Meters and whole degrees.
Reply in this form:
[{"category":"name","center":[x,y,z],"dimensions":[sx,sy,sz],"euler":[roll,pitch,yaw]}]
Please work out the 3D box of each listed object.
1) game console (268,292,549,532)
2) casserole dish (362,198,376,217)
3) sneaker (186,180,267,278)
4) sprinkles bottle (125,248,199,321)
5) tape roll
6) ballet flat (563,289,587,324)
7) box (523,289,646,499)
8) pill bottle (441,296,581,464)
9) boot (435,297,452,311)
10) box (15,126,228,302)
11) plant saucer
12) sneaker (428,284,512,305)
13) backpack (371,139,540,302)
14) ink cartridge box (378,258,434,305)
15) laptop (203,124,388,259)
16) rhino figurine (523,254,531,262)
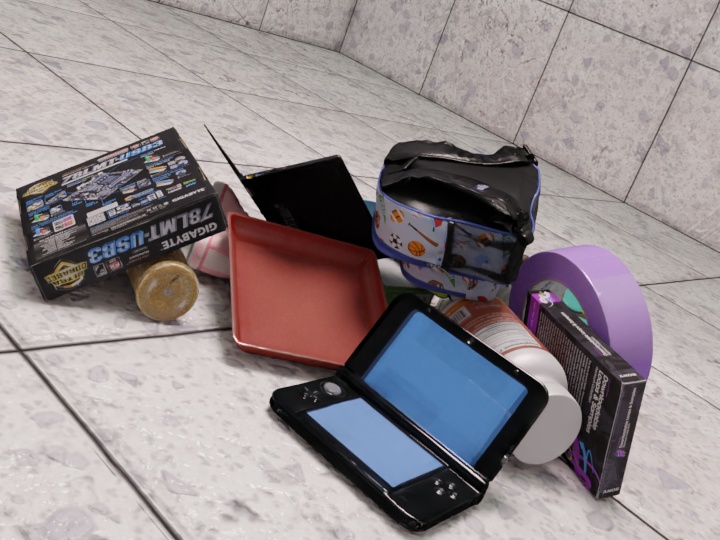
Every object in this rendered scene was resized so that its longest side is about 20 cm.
[{"category":"game console","center":[0.045,0.120,0.802],"dimensions":[0.199,0.118,0.174],"euler":[34,22,32]},{"category":"casserole dish","center":[-0.032,-0.087,1.175],"dimensions":[0.196,0.040,0.121],"euler":[13,4,18]},{"category":"sneaker","center":[-0.159,-0.044,1.083],"dimensions":[0.103,0.077,0.201],"euler":[20,22,-13]},{"category":"sprinkles bottle","center":[-0.234,-0.022,0.943],"dimensions":[0.067,0.069,0.200],"euler":[10,23,-32]},{"category":"tape roll","center":[0.259,0.074,1.025],"dimensions":[0.064,0.204,0.200],"euler":[-7,30,-23]},{"category":"ballet flat","center":[0.280,0.077,1.149],"dimensions":[0.066,0.068,0.202],"euler":[18,30,-27]},{"category":"box","center":[0.236,0.131,0.949],"dimensions":[0.035,0.146,0.201],"euler":[-4,28,-16]},{"category":"pill bottle","center":[0.160,0.118,0.947],"dimensions":[0.110,0.114,0.201],"euler":[13,21,-25]},{"category":"boot","center":[0.216,0.076,1.198],"dimensions":[0.197,0.074,0.144],"euler":[-8,35,-43]},{"category":"box","center":[-0.261,-0.068,0.912],"dimensions":[0.197,0.051,0.199],"euler":[-24,34,-14]},{"category":"plant saucer","center":[-0.061,0.035,0.962],"dimensions":[0.196,0.037,0.202],"euler":[14,39,-24]},{"category":"sneaker","center":[0.165,0.006,1.124],"dimensions":[0.196,0.082,0.074],"euler":[17,27,-22]},{"category":"backpack","center":[0.107,-0.068,1.000],"dimensions":[0.187,0.157,0.201],"euler":[19,33,4]},{"category":"ink cartridge box","center":[0.000,0.000,1.164],"dimensions":[0.102,0.060,0.199],"euler":[4,26,-44]},{"category":"laptop","center":[-0.079,-0.099,1.071],"dimensions":[0.195,0.188,0.118],"euler":[-10,52,18]},{"category":"rhino figurine","center":[0.176,-0.013,1.281],"dimensions":[0.086,0.061,0.198],"euler":[17,-11,-40]}]
